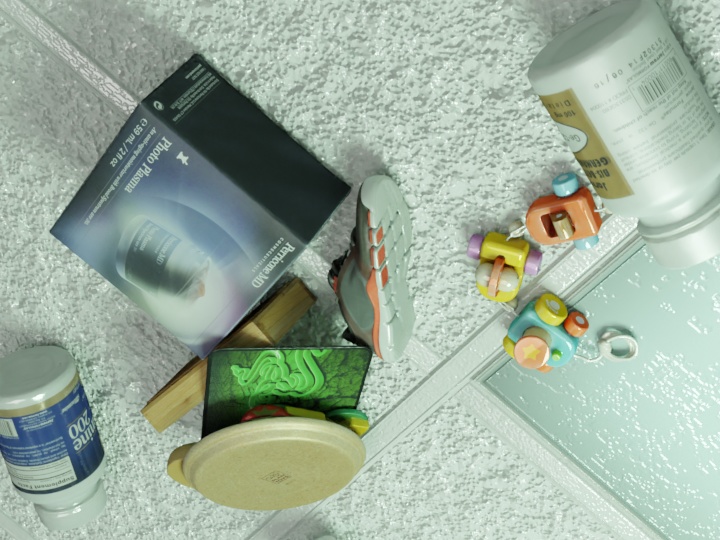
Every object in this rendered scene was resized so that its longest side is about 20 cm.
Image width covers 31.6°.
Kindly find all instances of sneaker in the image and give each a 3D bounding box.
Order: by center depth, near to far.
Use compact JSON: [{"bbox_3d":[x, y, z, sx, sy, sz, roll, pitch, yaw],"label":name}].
[{"bbox_3d":[0.000,0.000,1.213,0.082,0.077,0.200,12,124,24],"label":"sneaker"}]

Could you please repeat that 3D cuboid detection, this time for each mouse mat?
[{"bbox_3d":[-0.078,0.131,1.291,0.161,0.008,0.200,0,144,-10],"label":"mouse mat"}]

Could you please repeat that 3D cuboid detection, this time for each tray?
[{"bbox_3d":[-0.137,0.087,1.310,0.037,0.099,0.200,48,126,-4],"label":"tray"}]

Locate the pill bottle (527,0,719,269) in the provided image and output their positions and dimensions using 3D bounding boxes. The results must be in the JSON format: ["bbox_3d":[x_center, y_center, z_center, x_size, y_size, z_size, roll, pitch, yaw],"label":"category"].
[{"bbox_3d":[0.229,-0.106,1.018,0.114,0.114,0.200,-24,109,33],"label":"pill bottle"}]

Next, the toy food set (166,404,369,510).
[{"bbox_3d":[-0.090,0.197,1.337,0.198,0.049,0.200,14,140,-28],"label":"toy food set"}]

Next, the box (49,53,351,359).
[{"bbox_3d":[-0.153,-0.057,1.212,0.198,0.123,0.200,40,128,-6],"label":"box"}]

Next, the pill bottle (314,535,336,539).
[{"bbox_3d":[-0.001,0.401,1.443,0.111,0.111,0.200,-29,105,35],"label":"pill bottle"}]

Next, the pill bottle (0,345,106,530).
[{"bbox_3d":[-0.358,0.197,1.469,0.111,0.111,0.200,2,121,22],"label":"pill bottle"}]

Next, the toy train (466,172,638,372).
[{"bbox_3d":[0.174,0.017,1.157,0.150,0.056,0.200,-8,116,28],"label":"toy train"}]
